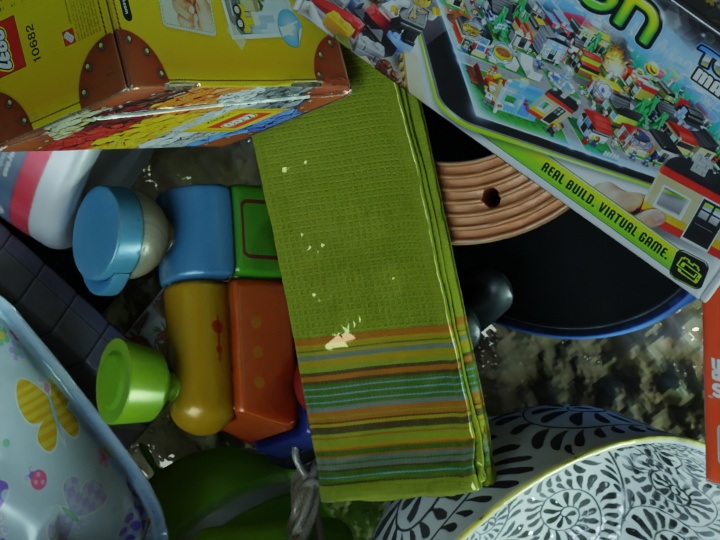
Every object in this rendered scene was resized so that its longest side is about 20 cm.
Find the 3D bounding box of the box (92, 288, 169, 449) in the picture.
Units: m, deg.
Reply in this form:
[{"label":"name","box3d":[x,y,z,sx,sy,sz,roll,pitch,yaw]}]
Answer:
[{"label":"box","box3d":[-0.121,0.066,1.413,0.039,0.041,0.200,42,128,0]}]

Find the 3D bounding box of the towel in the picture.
[{"label":"towel","box3d":[0.000,0.000,1.202,0.086,0.018,0.201,-9,95,30]}]

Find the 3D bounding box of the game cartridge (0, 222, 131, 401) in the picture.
[{"label":"game cartridge","box3d":[-0.203,0.030,1.349,0.130,0.038,0.200,40,145,-21]}]

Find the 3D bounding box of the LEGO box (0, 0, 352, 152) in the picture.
[{"label":"LEGO box","box3d":[-0.097,-0.156,1.149,0.077,0.149,0.201,-19,82,35]}]

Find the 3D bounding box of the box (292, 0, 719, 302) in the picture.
[{"label":"box","box3d":[0.080,-0.088,1.074,0.200,0.035,0.110,36,132,7]}]

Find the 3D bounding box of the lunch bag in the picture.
[{"label":"lunch bag","box3d":[-0.197,0.105,1.302,0.169,0.127,0.200,4,142,42]}]

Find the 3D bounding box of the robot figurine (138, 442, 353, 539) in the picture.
[{"label":"robot figurine","box3d":[-0.046,0.171,1.368,0.200,0.115,0.176,51,168,21]}]

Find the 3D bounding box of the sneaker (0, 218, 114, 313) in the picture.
[{"label":"sneaker","box3d":[-0.214,-0.026,1.387,0.199,0.070,0.082,13,128,20]}]

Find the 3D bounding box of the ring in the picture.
[{"label":"ring","box3d":[0.037,-0.111,1.180,0.200,0.019,0.202,6,102,28]}]

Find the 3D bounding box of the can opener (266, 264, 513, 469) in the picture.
[{"label":"can opener","box3d":[0.006,0.046,1.291,0.079,0.063,0.200,41,151,-12]}]

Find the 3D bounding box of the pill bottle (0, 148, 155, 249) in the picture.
[{"label":"pill bottle","box3d":[-0.188,-0.109,1.292,0.200,0.120,0.120,32,129,8]}]

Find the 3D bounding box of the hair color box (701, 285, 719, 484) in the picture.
[{"label":"hair color box","box3d":[0.184,-0.019,1.152,0.064,0.111,0.201,9,122,25]}]

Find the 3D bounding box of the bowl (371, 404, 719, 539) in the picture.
[{"label":"bowl","box3d":[0.071,0.128,1.287,0.094,0.200,0.201,49,140,41]}]

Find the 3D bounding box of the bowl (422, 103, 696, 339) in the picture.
[{"label":"bowl","box3d":[0.082,-0.059,1.229,0.200,0.039,0.201,13,124,20]}]

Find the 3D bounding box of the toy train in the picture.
[{"label":"toy train","box3d":[-0.066,0.057,1.254,0.085,0.115,0.201,-22,68,57]}]
